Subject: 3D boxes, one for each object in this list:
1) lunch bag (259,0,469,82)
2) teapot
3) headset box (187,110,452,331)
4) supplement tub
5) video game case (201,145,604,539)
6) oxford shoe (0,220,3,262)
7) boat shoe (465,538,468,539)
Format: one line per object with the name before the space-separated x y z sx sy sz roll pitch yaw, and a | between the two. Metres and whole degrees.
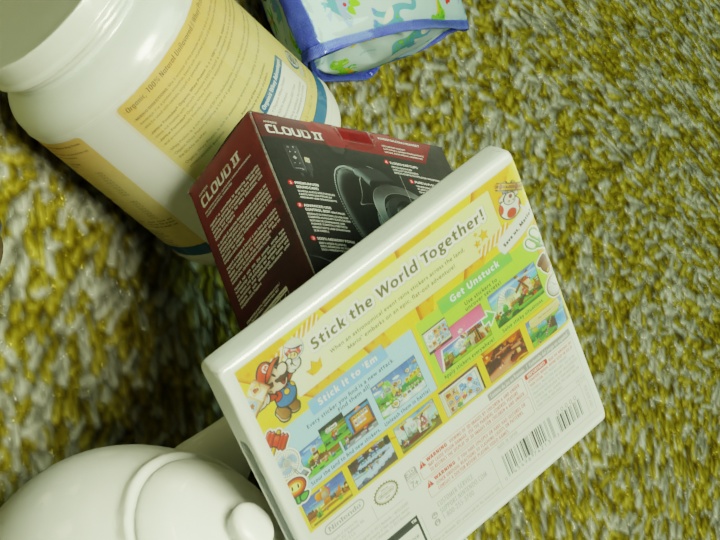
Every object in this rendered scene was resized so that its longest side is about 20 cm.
lunch bag | -0.025 -0.233 1.443 0.170 0.127 0.200 67 22 3
teapot | -0.099 0.169 1.013 0.197 0.146 0.200 -2 61 -51
headset box | 0.000 0.000 1.116 0.149 0.077 0.200 7 46 -39
supplement tub | -0.124 -0.112 1.197 0.200 0.144 0.145 41 39 -34
video game case | 0.030 0.063 1.015 0.200 0.023 0.182 -37 123 -22
oxford shoe | -0.229 0.047 1.021 0.200 0.072 0.085 -73 145 -45
boat shoe | 0.040 0.186 1.253 0.200 0.076 0.060 48 11 -48
